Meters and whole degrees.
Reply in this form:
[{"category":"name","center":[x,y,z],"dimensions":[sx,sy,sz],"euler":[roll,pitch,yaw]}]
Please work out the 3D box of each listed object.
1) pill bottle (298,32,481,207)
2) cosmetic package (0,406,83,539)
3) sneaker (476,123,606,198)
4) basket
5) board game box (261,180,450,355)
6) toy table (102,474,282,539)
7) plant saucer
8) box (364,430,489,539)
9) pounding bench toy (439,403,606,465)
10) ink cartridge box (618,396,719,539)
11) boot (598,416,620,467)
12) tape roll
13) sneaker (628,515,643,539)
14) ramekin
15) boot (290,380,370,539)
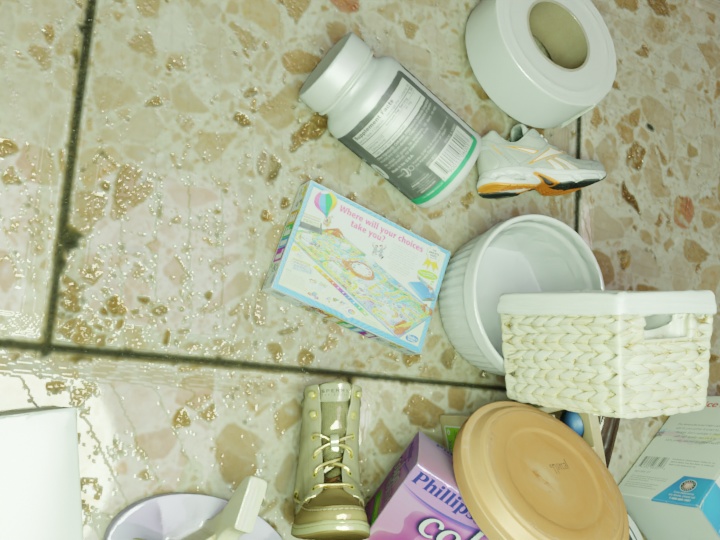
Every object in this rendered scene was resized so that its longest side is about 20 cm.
[{"category":"pill bottle","center":[0.034,-0.174,0.974],"dimensions":[0.200,0.113,0.113],"euler":[38,68,-17]},{"category":"cosmetic package","center":[-0.309,0.228,0.757],"dimensions":[0.108,0.085,0.200],"euler":[-1,82,-28]},{"category":"sneaker","center":[0.238,-0.148,1.099],"dimensions":[0.200,0.076,0.092],"euler":[-4,80,-29]},{"category":"basket","center":[0.254,0.082,0.888],"dimensions":[0.135,0.200,0.124],"euler":[-1,89,-26]},{"category":"board game box","center":[0.000,0.000,0.976],"dimensions":[0.200,0.034,0.135],"euler":[26,72,-21]},{"category":"toy table","center":[-0.142,0.288,0.816],"dimensions":[0.200,0.117,0.184],"euler":[12,77,-24]},{"category":"plant saucer","center":[0.186,0.214,0.840],"dimensions":[0.200,0.032,0.200],"euler":[21,38,-18]},{"category":"box","center":[0.078,0.305,0.864],"dimensions":[0.176,0.097,0.200],"euler":[34,99,-1]},{"category":"pounding bench toy","center":[0.207,0.256,0.993],"dimensions":[0.156,0.124,0.200],"euler":[-7,86,-28]},{"category":"ink cartridge box","center":[0.475,0.283,1.114],"dimensions":[0.200,0.147,0.145],"euler":[-42,102,-25]},{"category":"boot","center":[0.330,0.159,1.104],"dimensions":[0.186,0.064,0.200],"euler":[-6,104,-59]},{"category":"tape roll","center":[0.239,-0.290,1.100],"dimensions":[0.202,0.071,0.203],"euler":[11,67,-27]},{"category":"sneaker","center":[0.348,0.405,1.072],"dimensions":[0.079,0.078,0.200],"euler":[-33,87,-32]},{"category":"ramekin","center":[0.190,0.038,1.028],"dimensions":[0.200,0.105,0.200],"euler":[5,80,-27]},{"category":"boot","center":[-0.028,0.188,0.846],"dimensions":[0.073,0.200,0.156],"euler":[6,78,-6]}]
